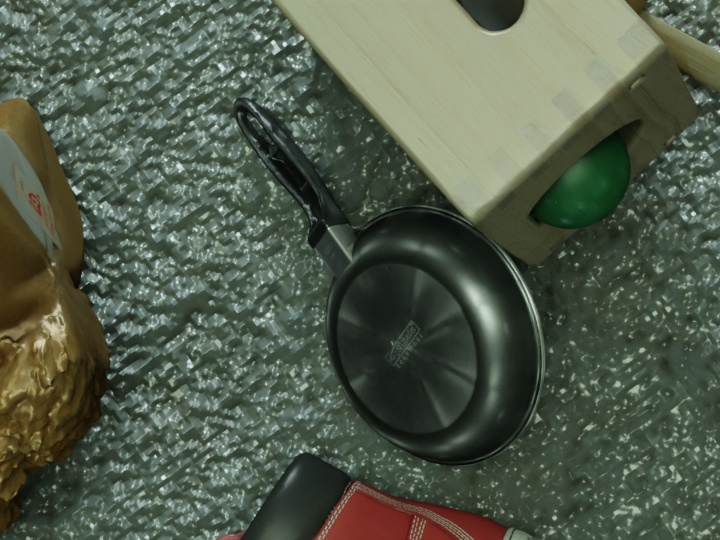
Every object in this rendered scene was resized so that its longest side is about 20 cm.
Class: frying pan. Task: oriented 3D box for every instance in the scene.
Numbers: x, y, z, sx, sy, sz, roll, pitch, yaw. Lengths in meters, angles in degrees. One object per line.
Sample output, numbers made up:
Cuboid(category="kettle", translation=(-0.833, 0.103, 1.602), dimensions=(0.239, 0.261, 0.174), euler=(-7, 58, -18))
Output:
Cuboid(category="frying pan", translation=(0.012, -0.005, 1.086), dimensions=(0.115, 0.031, 0.191), euler=(-26, 87, 41))

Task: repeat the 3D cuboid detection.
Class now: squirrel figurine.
Cuboid(category="squirrel figurine", translation=(-0.211, 0.029, 1.085), dimensions=(0.186, 0.141, 0.201), euler=(-27, 83, 11))

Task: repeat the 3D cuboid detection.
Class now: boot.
Cuboid(category="boot", translation=(-0.018, 0.187, 1.090), dimensions=(0.144, 0.072, 0.201), euler=(19, 82, 7))

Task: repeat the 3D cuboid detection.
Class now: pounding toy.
Cuboid(category="pounding toy", translation=(0.076, -0.095, 1.046), dimensions=(0.142, 0.184, 0.200), euler=(-43, 77, 5))
